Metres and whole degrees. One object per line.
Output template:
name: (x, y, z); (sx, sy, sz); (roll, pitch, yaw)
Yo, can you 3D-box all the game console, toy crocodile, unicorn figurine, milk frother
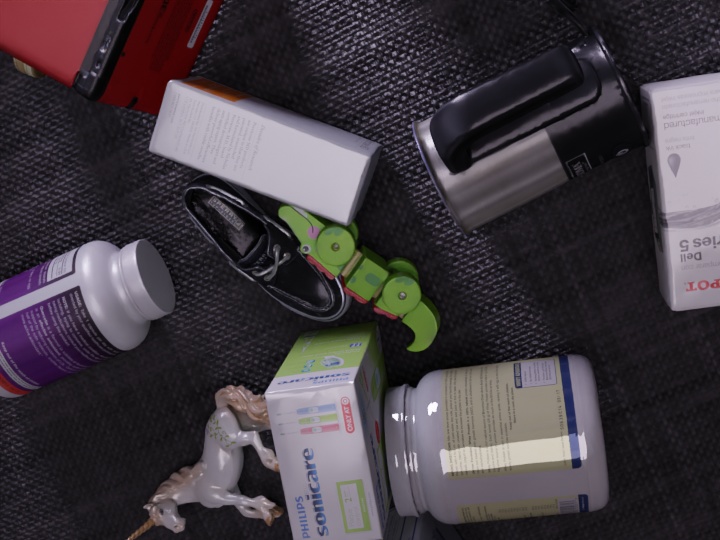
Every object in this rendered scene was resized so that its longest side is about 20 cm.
game console: (-0.224, -0.267, 1.024); (0.118, 0.172, 0.202); (36, 107, 27)
toy crocodile: (0.000, 0.000, 1.067); (0.199, 0.068, 0.062); (37, 103, -11)
unicorn figurine: (-0.142, 0.211, 1.147); (0.136, 0.074, 0.203); (20, 90, 13)
milk frother: (0.131, -0.172, 1.002); (0.186, 0.181, 0.202); (-26, 55, 12)

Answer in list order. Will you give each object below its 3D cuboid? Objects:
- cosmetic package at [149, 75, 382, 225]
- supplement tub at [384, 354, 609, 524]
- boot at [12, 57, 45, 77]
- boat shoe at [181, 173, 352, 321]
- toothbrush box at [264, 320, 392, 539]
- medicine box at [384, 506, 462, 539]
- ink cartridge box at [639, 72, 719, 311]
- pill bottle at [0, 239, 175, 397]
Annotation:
cosmetic package: (-0.086, -0.115, 1.045); (0.197, 0.101, 0.072); (21, 104, 2)
supplement tub: (0.129, 0.162, 1.055); (0.197, 0.145, 0.147); (-7, 102, 9)
boot: (-0.359, -0.291, 1.059); (0.152, 0.072, 0.204); (5, 98, 6)
boat shoe: (-0.093, -0.019, 1.084); (0.200, 0.068, 0.072); (44, 104, -3)
toothbrush box: (-0.020, 0.147, 1.044); (0.085, 0.200, 0.148); (-8, 101, 10)
medicine box: (0.006, 0.338, 1.090); (0.199, 0.182, 0.104); (-34, 96, 13)
ink cartridge box: (0.338, -0.076, 1.005); (0.143, 0.084, 0.203); (-8, 101, 9)
pill bottle: (-0.288, 0.043, 1.101); (0.197, 0.113, 0.114); (-22, 99, 12)
